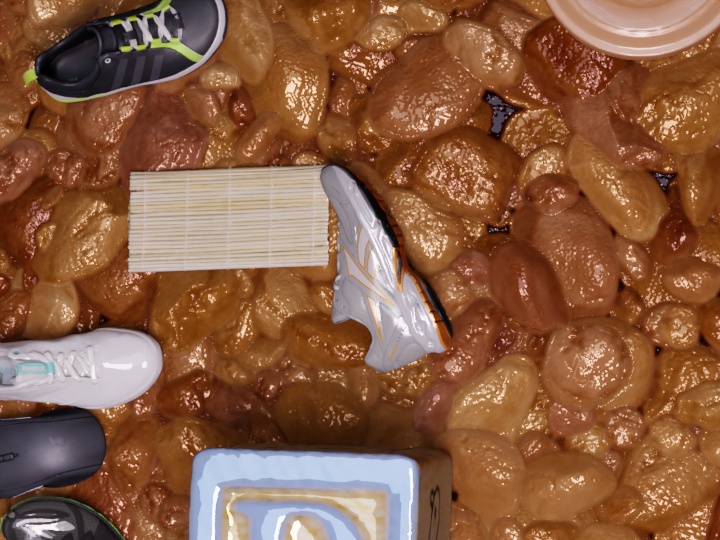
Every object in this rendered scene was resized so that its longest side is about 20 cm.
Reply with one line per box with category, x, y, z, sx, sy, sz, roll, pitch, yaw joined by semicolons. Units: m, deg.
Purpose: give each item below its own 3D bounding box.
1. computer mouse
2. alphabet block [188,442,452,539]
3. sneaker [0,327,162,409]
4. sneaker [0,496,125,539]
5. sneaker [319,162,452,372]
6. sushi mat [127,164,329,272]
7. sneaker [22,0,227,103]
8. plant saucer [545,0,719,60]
computer mouse;-0.336;0.206;1.677;0.199;0.046;0.142;-7;83;10
alphabet block;-0.031;0.248;1.537;0.195;0.200;0.197;3;87;11
sneaker;-0.286;0.093;1.655;0.198;0.088;0.076;-6;83;10
sneaker;-0.243;0.274;1.630;0.199;0.084;0.077;33;92;6
sneaker;0.000;0.000;1.615;0.092;0.076;0.201;-30;80;12
sushi mat;-0.125;-0.049;1.672;0.198;0.012;0.096;-2;86;11
sneaker;-0.218;-0.206;1.665;0.199;0.083;0.072;-24;82;9
plant saucer;0.255;-0.291;1.605;0.199;0.032;0.202;-1;86;12
